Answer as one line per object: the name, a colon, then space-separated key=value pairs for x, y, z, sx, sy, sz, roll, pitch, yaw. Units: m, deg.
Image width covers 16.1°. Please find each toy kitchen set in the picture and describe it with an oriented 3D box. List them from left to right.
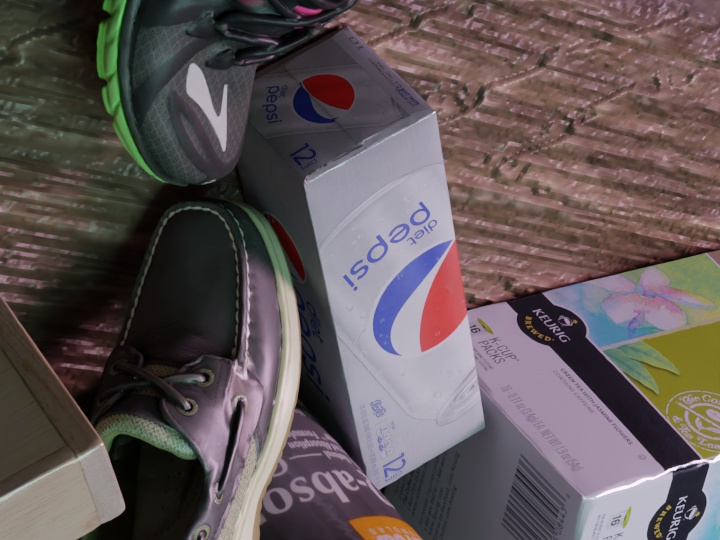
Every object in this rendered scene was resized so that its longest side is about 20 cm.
toy kitchen set: x=-0.181 y=0.102 z=0.907 sx=0.163 sy=0.180 sz=0.200 roll=-29 pitch=141 yaw=-14

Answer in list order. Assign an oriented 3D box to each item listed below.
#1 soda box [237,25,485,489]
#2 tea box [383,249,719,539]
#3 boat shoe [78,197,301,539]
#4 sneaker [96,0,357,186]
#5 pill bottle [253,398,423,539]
soda box: x=0.000 y=0.000 z=1.057 sx=0.063 sy=0.068 sz=0.200 roll=-29 pitch=139 yaw=-16
tea box: x=0.124 y=0.118 z=1.220 sx=0.197 sy=0.134 sz=0.200 roll=-14 pitch=134 yaw=-32
boat shoe: x=-0.072 y=0.065 z=0.982 sx=0.066 sy=0.072 sz=0.201 roll=26 pitch=70 yaw=-62
sneaker: x=-0.035 y=-0.108 z=0.902 sx=0.077 sy=0.084 sz=0.200 roll=-38 pitch=153 yaw=-53
pill bottle: x=-0.028 y=0.135 z=1.047 sx=0.116 sy=0.200 sz=0.116 roll=-28 pitch=144 yaw=-23
